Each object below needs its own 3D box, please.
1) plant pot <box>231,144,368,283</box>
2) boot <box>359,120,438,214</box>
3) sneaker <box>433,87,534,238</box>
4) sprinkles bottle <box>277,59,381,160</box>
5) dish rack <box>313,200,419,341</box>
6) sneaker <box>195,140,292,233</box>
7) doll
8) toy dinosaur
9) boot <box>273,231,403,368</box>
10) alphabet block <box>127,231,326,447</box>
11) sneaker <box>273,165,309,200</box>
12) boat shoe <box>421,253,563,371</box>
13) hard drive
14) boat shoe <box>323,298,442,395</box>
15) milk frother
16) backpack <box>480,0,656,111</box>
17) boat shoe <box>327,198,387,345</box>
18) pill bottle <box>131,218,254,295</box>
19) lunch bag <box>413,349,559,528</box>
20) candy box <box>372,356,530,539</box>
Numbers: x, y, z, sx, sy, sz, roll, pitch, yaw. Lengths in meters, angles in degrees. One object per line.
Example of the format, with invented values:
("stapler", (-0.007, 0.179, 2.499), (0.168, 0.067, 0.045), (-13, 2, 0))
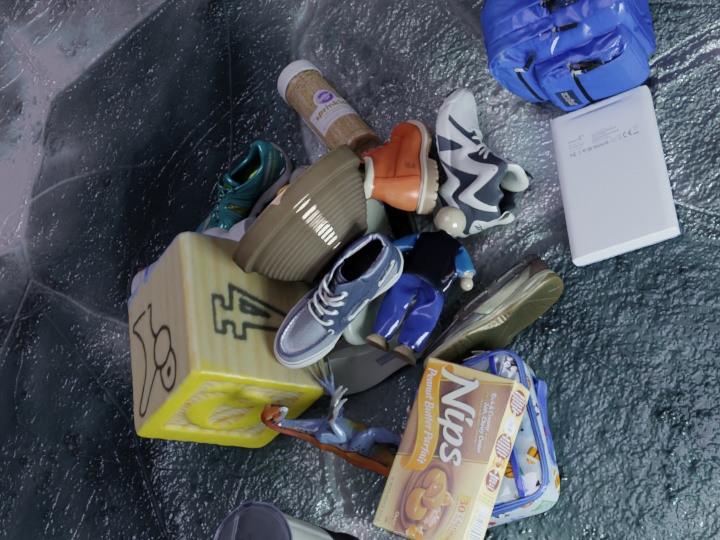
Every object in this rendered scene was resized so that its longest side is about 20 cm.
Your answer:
("plant pot", (-0.056, -0.051, 1.469), (0.201, 0.201, 0.093), (-45, 84, 8))
("boot", (0.041, -0.146, 1.582), (0.105, 0.076, 0.201), (5, 30, -5))
("sneaker", (0.165, -0.144, 1.549), (0.128, 0.079, 0.202), (-4, 67, 31))
("sprinkles bottle", (-0.047, -0.225, 1.735), (0.068, 0.068, 0.200), (-45, 52, 8))
("dish rack", (0.000, 0.000, 1.610), (0.198, 0.054, 0.155), (-30, 55, 20))
("sneaker", (-0.187, -0.108, 1.768), (0.201, 0.079, 0.077), (-52, 51, 4))
("doll", (0.074, 0.008, 1.484), (0.135, 0.049, 0.202), (22, 77, 23))
("toy dinosaur", (-0.023, 0.199, 1.426), (0.179, 0.105, 0.203), (-10, 84, 1))
("boot", (-0.036, 0.032, 1.435), (0.200, 0.090, 0.073), (-46, 71, 0))
("alphabet block", (-0.178, 0.095, 1.559), (0.195, 0.194, 0.203), (-44, 46, 46))
("sneaker", (-0.075, -0.101, 1.662), (0.078, 0.082, 0.201), (-40, 25, 12))
("boat shoe", (0.155, 0.056, 1.474), (0.200, 0.072, 0.066), (-38, 48, 7))
("hard drive", (0.308, -0.116, 1.474), (0.130, 0.025, 0.203), (-19, 60, 26))
("boat shoe", (0.015, 0.094, 1.553), (0.199, 0.072, 0.069), (-33, 33, 24))
("milk frother", (-0.033, 0.347, 1.388), (0.199, 0.188, 0.182), (-37, 54, 13))
("backpack", (0.252, -0.292, 1.504), (0.198, 0.162, 0.170), (-15, 62, 26))
("boat shoe", (-0.010, 0.005, 1.544), (0.071, 0.070, 0.204), (-16, 56, 37))
("pill bottle", (-0.219, 0.009, 1.715), (0.198, 0.112, 0.113), (-29, 56, 20))
("lunch bag", (0.150, 0.194, 1.409), (0.159, 0.075, 0.203), (-22, 59, 21))
("candy box", (0.103, 0.210, 1.351), (0.114, 0.055, 0.203), (12, 75, 32))
